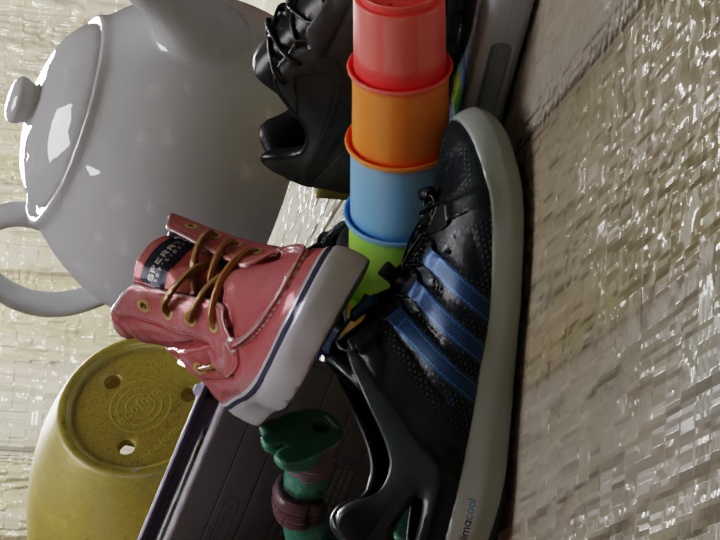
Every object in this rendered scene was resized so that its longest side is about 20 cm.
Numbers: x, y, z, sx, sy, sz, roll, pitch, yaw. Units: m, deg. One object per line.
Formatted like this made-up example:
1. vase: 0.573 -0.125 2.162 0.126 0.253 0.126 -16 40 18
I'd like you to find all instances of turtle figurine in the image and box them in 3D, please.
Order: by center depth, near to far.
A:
1. turtle figurine: -0.028 0.169 1.360 0.101 0.149 0.200 -66 -4 -53

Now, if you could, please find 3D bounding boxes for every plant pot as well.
1. plant pot: -0.113 0.119 1.609 0.142 0.199 0.201 77 -171 -50

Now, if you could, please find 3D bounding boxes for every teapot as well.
1. teapot: -0.126 -0.068 1.494 0.197 0.146 0.201 179 107 -73

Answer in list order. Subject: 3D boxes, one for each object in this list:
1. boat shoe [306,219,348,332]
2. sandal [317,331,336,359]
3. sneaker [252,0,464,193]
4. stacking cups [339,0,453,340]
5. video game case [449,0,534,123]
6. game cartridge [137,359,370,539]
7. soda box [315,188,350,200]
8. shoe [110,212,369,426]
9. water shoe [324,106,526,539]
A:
1. boat shoe: 0.000 0.002 1.429 0.199 0.066 0.075 -162 75 -83
2. sandal: -0.020 0.081 1.529 0.079 0.087 0.201 -42 58 43
3. sneaker: -0.001 -0.112 1.246 0.076 0.090 0.201 -93 11 -54
4. stacking cups: 0.021 -0.044 1.230 0.061 0.060 0.201 -96 7 -55
5. video game case: 0.053 -0.147 1.277 0.183 0.022 0.201 103 168 -49
6. game cartridge: -0.058 0.139 1.410 0.038 0.129 0.201 25 93 44
7. soda box: 0.006 -0.118 1.458 0.200 0.064 0.068 -96 13 -54
8. shoe: -0.061 0.015 1.239 0.072 0.091 0.200 -59 3 -17
9. water shoe: 0.025 0.026 1.161 0.072 0.079 0.201 133 140 -78
